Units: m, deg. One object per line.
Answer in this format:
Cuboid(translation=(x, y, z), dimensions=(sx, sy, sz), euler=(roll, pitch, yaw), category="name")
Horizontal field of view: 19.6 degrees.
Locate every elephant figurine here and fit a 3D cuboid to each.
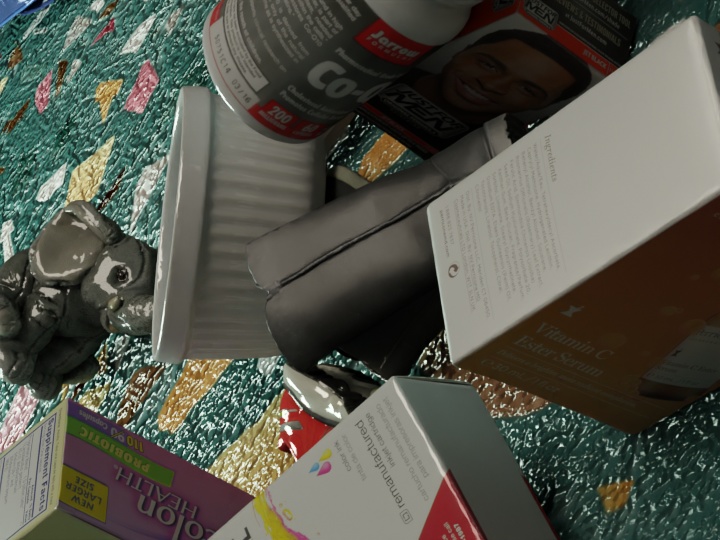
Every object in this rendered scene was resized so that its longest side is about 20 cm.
Cuboid(translation=(-0.211, 0.013, 1.728), dimensions=(0.200, 0.155, 0.141), euler=(-31, -6, 23), category="elephant figurine")

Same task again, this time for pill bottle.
Cuboid(translation=(0.000, -0.176, 1.359), dimensions=(0.200, 0.114, 0.114), euler=(-33, 37, 37), category="pill bottle")

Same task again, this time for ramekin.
Cuboid(translation=(-0.088, -0.030, 1.503), dimensions=(0.200, 0.105, 0.200), euler=(-174, 90, -81), category="ramekin")

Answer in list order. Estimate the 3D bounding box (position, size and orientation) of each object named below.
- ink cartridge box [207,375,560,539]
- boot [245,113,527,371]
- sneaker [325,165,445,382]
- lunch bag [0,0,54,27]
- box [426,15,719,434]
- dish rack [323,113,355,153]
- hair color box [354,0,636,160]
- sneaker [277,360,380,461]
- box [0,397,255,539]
Cuboid(translation=(0.007, 0.178, 1.191), dimensions=(0.200, 0.083, 0.146), euler=(-43, 61, 26), category="ink cartridge box")
Cuboid(translation=(0.031, 0.012, 1.310), dimensions=(0.200, 0.066, 0.165), euler=(-25, 56, 20), category="boot")
Cuboid(translation=(0.000, 0.000, 1.432), dimensions=(0.106, 0.075, 0.200), euler=(-54, 30, 1), category="sneaker")
Cuboid(translation=(-0.396, -0.350, 2.340), dimensions=(0.200, 0.132, 0.136), euler=(-22, 29, 49), category="lunch bag")
Cuboid(translation=(0.161, -0.017, 1.106), dimensions=(0.200, 0.152, 0.106), euler=(-36, 47, 36), category="box")
Cuboid(translation=(-0.031, -0.154, 1.667), dimensions=(0.200, 0.044, 0.172), euler=(-52, 30, 11), category="dish rack")
Cuboid(translation=(0.080, -0.145, 1.425), dimensions=(0.200, 0.101, 0.061), euler=(-20, 47, 50), category="hair color box")
Cuboid(translation=(0.005, 0.124, 1.334), dimensions=(0.200, 0.077, 0.085), euler=(37, 117, 60), category="sneaker")
Cuboid(translation=(-0.193, 0.207, 1.430), dimensions=(0.200, 0.176, 0.097), euler=(-39, 34, 32), category="box")
